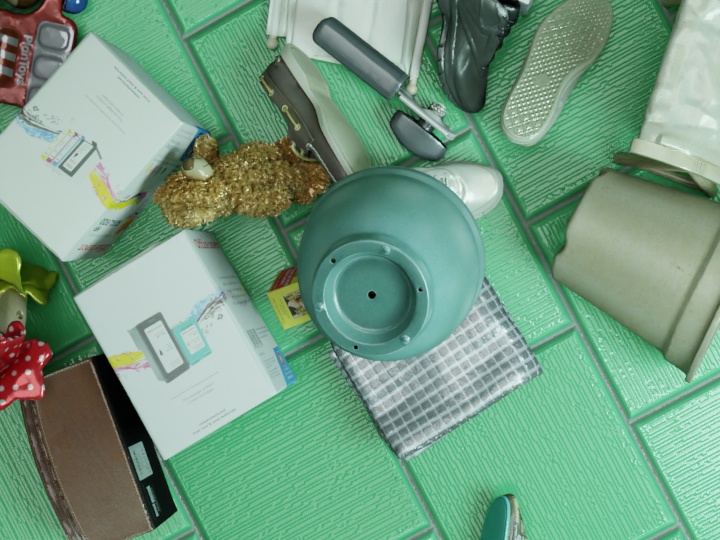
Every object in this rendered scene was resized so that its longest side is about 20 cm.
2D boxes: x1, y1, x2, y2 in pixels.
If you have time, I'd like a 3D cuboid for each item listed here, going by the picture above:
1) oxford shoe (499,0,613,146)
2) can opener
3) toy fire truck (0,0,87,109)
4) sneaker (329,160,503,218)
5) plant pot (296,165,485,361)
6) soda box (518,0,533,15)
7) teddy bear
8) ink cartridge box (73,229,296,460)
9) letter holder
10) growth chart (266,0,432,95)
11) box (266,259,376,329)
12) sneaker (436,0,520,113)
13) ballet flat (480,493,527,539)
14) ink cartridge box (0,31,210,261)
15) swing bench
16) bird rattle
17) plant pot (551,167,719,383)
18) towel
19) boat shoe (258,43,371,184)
[{"bbox_3d":[0.213,-0.221,1.450,0.075,0.058,0.201,29,79,10],"label":"oxford shoe"},{"bbox_3d":[0.025,-0.201,1.452,0.200,0.053,0.067,42,104,-3],"label":"can opener"},{"bbox_3d":[-0.401,-0.284,1.488,0.166,0.112,0.202,11,93,-19],"label":"toy fire truck"},{"bbox_3d":[0.060,-0.084,1.451,0.197,0.081,0.076,-5,89,4],"label":"sneaker"},{"bbox_3d":[0.021,0.009,1.325,0.198,0.134,0.203,3,109,10],"label":"plant pot"},{"bbox_3d":[0.109,-0.355,1.448,0.198,0.068,0.064,26,93,4],"label":"soda box"},{"bbox_3d":[-0.126,-0.104,1.422,0.198,0.146,0.067,-3,136,-21],"label":"teddy bear"},{"bbox_3d":[-0.189,0.076,1.442,0.145,0.147,0.201,-30,87,6],"label":"ink cartridge box"},{"bbox_3d":[-0.316,0.211,1.480,0.141,0.101,0.202,-20,89,7],"label":"letter holder"},{"bbox_3d":[-0.013,-0.295,1.485,0.198,0.018,0.146,16,92,5],"label":"growth chart"},{"bbox_3d":[0.000,0.000,1.438,0.198,0.075,0.051,-21,106,18],"label":"box"},{"bbox_3d":[0.128,-0.259,1.407,0.090,0.076,0.202,5,128,17],"label":"sneaker"},{"bbox_3d":[0.157,0.349,1.462,0.071,0.072,0.203,16,92,5],"label":"ballet flat"},{"bbox_3d":[-0.294,-0.131,1.449,0.145,0.147,0.200,43,94,3],"label":"ink cartridge box"},{"bbox_3d":[0.359,-0.192,1.361,0.128,0.200,0.201,19,93,5],"label":"swing bench"},{"bbox_3d":[-0.408,0.074,1.469,0.162,0.112,0.202,-28,55,30],"label":"bird rattle"},{"bbox_3d":[0.310,-0.013,1.386,0.182,0.200,0.202,27,93,15],"label":"plant pot"},{"bbox_3d":[0.079,0.096,1.449,0.199,0.086,0.166,-34,87,5],"label":"towel"},{"bbox_3d":[-0.051,-0.157,1.435,0.059,0.072,0.201,-39,63,20],"label":"boat shoe"}]
